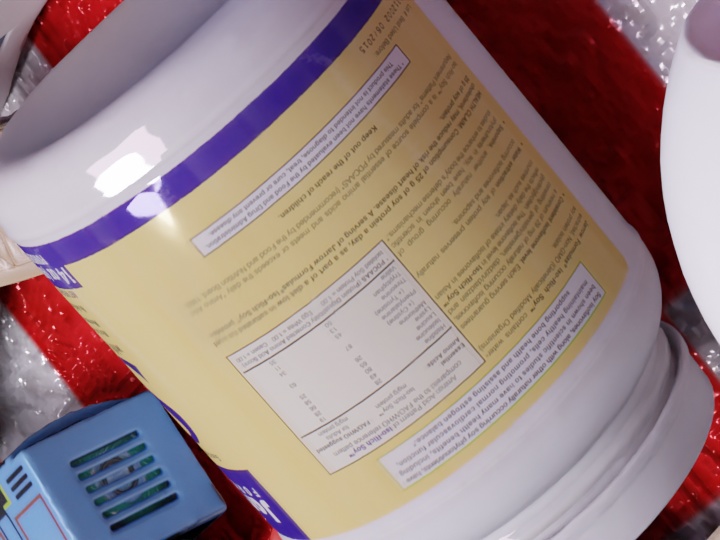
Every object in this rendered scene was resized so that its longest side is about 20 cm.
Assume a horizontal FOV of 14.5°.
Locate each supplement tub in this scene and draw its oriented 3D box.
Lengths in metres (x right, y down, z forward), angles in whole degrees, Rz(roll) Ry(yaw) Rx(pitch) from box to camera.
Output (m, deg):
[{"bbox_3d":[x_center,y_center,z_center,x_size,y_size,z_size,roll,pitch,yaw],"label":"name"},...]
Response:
[{"bbox_3d":[0.000,0.000,0.859,0.145,0.146,0.200,-22,115,47],"label":"supplement tub"}]

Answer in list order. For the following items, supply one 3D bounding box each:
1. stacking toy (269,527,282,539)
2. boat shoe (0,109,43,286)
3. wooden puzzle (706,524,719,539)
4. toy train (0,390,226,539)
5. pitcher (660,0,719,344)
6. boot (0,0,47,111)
[{"bbox_3d":[0.048,0.113,0.965,0.200,0.085,0.086,18,126,43],"label":"stacking toy"},{"bbox_3d":[-0.071,-0.041,0.979,0.199,0.065,0.072,-13,112,27],"label":"boat shoe"},{"bbox_3d":[0.175,0.103,0.748,0.184,0.037,0.200,25,127,-19],"label":"wooden puzzle"},{"bbox_3d":[-0.117,0.135,1.120,0.115,0.087,0.200,58,141,11],"label":"toy train"},{"bbox_3d":[0.179,0.005,0.757,0.171,0.121,0.201,-12,118,24],"label":"pitcher"},{"bbox_3d":[-0.159,-0.113,1.008,0.090,0.073,0.200,42,137,7],"label":"boot"}]
